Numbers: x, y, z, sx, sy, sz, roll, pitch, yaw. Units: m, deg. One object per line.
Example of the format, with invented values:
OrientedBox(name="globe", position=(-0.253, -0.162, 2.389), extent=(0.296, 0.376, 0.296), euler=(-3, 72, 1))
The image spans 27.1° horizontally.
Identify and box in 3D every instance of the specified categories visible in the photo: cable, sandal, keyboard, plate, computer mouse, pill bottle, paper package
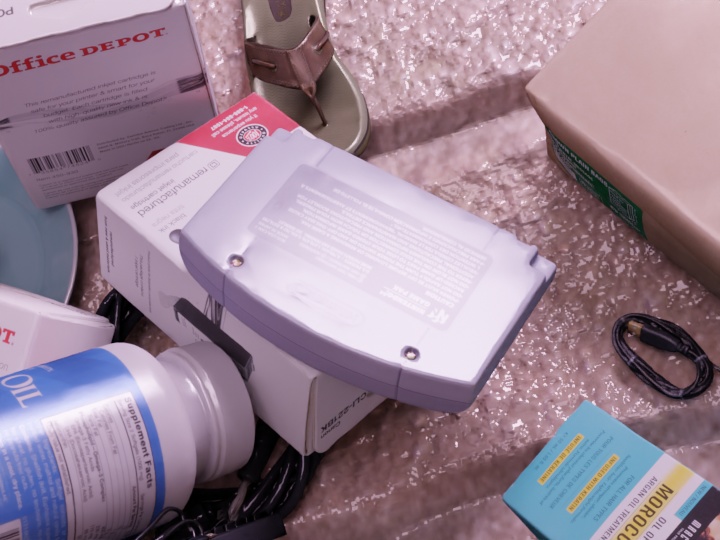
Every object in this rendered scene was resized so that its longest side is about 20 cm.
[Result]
OrientedBox(name="cable", position=(-0.108, 0.077, 0.983), extent=(0.161, 0.051, 0.202), euler=(-22, 65, 7))
OrientedBox(name="sandal", position=(-0.051, -0.154, 1.051), extent=(0.079, 0.057, 0.203), euler=(-21, 65, 7))
OrientedBox(name="keyboard", position=(-0.130, 0.161, 0.848), extent=(0.104, 0.198, 0.040), euler=(-19, 87, 51))
OrientedBox(name="plate", position=(-0.289, 0.004, 1.077), extent=(0.197, 0.026, 0.203), euler=(-6, 67, 14))
OrientedBox(name="computer mouse", position=(0.244, 0.064, 0.897), extent=(0.198, 0.034, 0.059), euler=(16, 75, 21))
OrientedBox(name="pill bottle", position=(-0.165, 0.106, 0.863), extent=(0.198, 0.113, 0.113), euler=(-17, 58, -36))
OrientedBox(name="paper package", position=(0.235, -0.097, 0.924), extent=(0.191, 0.104, 0.200), euler=(-45, 65, -4))

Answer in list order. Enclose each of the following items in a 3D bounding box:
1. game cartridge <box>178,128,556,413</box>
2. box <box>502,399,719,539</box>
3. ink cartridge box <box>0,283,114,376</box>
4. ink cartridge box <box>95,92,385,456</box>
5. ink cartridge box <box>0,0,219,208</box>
OrientedBox(name="game cartridge", position=(0.000, 0.000, 0.877), extent=(0.198, 0.041, 0.134), euler=(27, 49, 16))
OrientedBox(name="box", position=(0.168, 0.153, 0.825), extent=(0.082, 0.049, 0.200), euler=(-48, 35, -6))
OrientedBox(name="ink cartridge box", position=(-0.259, 0.108, 0.962), extent=(0.143, 0.084, 0.203), euler=(15, 88, 29))
OrientedBox(name="ink cartridge box", position=(-0.050, -0.002, 0.951), extent=(0.199, 0.084, 0.144), euler=(38, 56, 24))
OrientedBox(name="ink cartridge box", position=(-0.176, -0.136, 0.988), extent=(0.145, 0.201, 0.084), euler=(-13, 65, -3))
